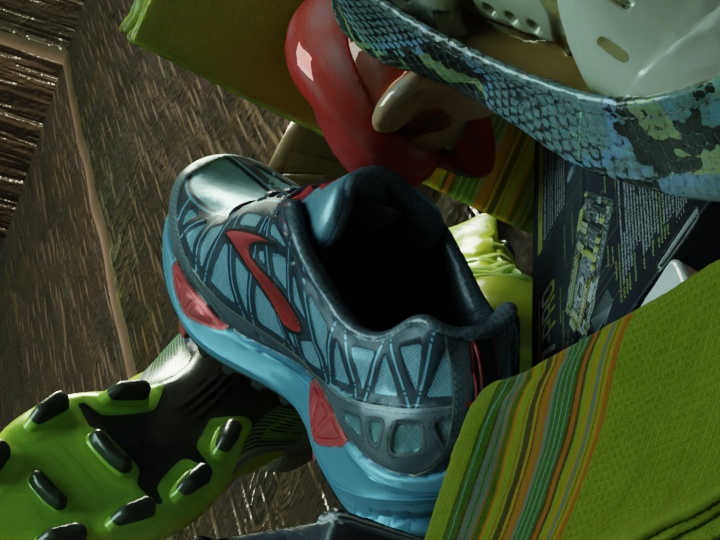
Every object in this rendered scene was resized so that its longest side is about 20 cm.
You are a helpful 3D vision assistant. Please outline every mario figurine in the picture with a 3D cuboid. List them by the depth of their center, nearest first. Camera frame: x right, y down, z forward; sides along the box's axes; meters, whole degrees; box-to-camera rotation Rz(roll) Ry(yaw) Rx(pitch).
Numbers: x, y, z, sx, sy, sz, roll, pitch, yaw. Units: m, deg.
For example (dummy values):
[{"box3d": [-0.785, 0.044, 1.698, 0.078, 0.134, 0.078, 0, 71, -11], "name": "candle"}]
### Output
[{"box3d": [0.060, -0.093, 0.853, 0.123, 0.106, 0.200, -27, -16, -46], "name": "mario figurine"}]

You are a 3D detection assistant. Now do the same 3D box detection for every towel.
[{"box3d": [0.070, 0.035, 0.635, 0.200, 0.018, 0.086, -37, 30, 55], "name": "towel"}, {"box3d": [0.011, -0.083, 0.932, 0.018, 0.200, 0.086, 22, 89, 54], "name": "towel"}]

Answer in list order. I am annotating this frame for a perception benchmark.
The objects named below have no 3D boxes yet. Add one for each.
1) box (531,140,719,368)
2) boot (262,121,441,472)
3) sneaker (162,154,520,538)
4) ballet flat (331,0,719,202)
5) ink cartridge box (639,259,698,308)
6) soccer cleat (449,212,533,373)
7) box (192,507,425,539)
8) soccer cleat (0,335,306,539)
[{"box3d": [0.105, -0.057, 0.839, 0.161, 0.049, 0.200, 123, 159, -44], "name": "box"}, {"box3d": [0.000, -0.023, 1.149, 0.200, 0.072, 0.155, -62, -13, -44], "name": "boot"}, {"box3d": [0.000, 0.000, 0.866, 0.200, 0.079, 0.096, 44, 137, 45], "name": "sneaker"}, {"box3d": [0.057, -0.073, 0.721, 0.200, 0.074, 0.074, 21, 95, 41], "name": "ballet flat"}, {"box3d": [0.110, 0.047, 0.631, 0.176, 0.045, 0.200, -57, 17, 17], "name": "ink cartridge box"}, {"box3d": [0.039, 0.014, 0.982, 0.200, 0.065, 0.084, 165, 123, -74], "name": "soccer cleat"}, {"box3d": [-0.007, 0.191, 0.836, 0.197, 0.117, 0.200, 154, 132, -73], "name": "box"}, {"box3d": [-0.074, 0.069, 0.928, 0.200, 0.065, 0.084, -36, -20, -50], "name": "soccer cleat"}]
